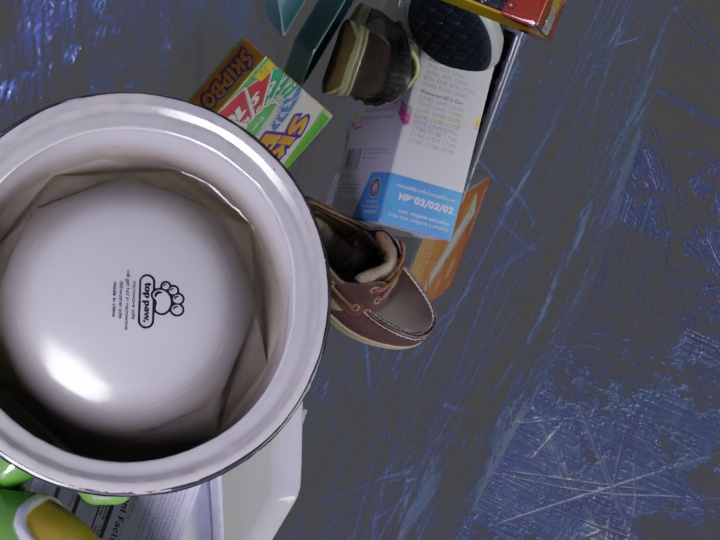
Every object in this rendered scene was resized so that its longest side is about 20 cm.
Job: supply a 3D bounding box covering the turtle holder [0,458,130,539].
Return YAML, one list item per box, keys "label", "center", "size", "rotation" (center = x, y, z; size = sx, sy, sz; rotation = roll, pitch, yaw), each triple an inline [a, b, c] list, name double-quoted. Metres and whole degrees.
- label: "turtle holder"
  center: [-0.192, 0.185, 0.924]
  size: [0.186, 0.132, 0.141]
  rotation: [-58, 164, -30]

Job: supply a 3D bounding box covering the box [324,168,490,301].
- label: "box"
  center: [0.034, -0.034, 1.505]
  size: [0.200, 0.097, 0.125]
  rotation: [-34, 146, -67]

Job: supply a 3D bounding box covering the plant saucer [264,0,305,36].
- label: "plant saucer"
  center: [-0.016, -0.257, 1.109]
  size: [0.200, 0.019, 0.070]
  rotation: [-61, 166, -21]

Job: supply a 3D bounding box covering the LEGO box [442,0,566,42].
- label: "LEGO box"
  center: [0.050, -0.247, 0.988]
  size: [0.149, 0.200, 0.077]
  rotation: [-68, 167, 6]

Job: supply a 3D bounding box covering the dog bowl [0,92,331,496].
- label: "dog bowl"
  center: [-0.118, 0.016, 0.823]
  size: [0.200, 0.200, 0.074]
  rotation: [-63, -176, -13]

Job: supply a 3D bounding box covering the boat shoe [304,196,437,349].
- label: "boat shoe"
  center: [0.000, 0.000, 1.260]
  size: [0.200, 0.072, 0.072]
  rotation: [41, 61, -33]

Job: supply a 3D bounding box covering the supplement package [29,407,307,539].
- label: "supplement package"
  center: [-0.141, 0.161, 1.132]
  size: [0.156, 0.111, 0.200]
  rotation: [-69, 167, 12]

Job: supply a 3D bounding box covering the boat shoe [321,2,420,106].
- label: "boat shoe"
  center: [0.011, -0.154, 1.209]
  size: [0.201, 0.066, 0.072]
  rotation: [-75, -172, -78]

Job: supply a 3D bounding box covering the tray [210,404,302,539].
- label: "tray"
  center: [-0.072, 0.137, 1.068]
  size: [0.107, 0.022, 0.200]
  rotation: [-58, 164, -33]

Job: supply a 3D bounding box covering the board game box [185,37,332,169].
- label: "board game box"
  center: [-0.075, -0.091, 1.089]
  size: [0.096, 0.030, 0.200]
  rotation: [-48, 170, 4]

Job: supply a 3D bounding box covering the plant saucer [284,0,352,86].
- label: "plant saucer"
  center: [-0.001, -0.221, 1.168]
  size: [0.200, 0.019, 0.070]
  rotation: [-62, -179, -21]

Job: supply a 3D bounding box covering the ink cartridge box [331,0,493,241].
- label: "ink cartridge box"
  center: [0.046, -0.129, 1.295]
  size: [0.115, 0.068, 0.200]
  rotation: [-169, -87, -69]

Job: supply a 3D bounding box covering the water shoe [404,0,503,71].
- label: "water shoe"
  center: [0.067, -0.222, 1.153]
  size: [0.079, 0.071, 0.200]
  rotation: [-65, 152, -24]

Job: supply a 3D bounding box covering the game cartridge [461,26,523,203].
- label: "game cartridge"
  center: [0.110, -0.165, 1.439]
  size: [0.133, 0.041, 0.200]
  rotation: [-78, -173, -72]
